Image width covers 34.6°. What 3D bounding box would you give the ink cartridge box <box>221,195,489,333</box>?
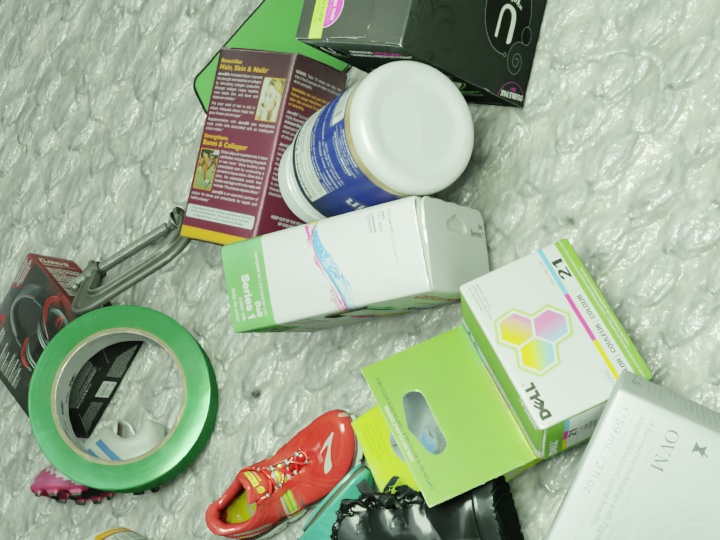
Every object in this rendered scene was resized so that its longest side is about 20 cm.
[{"bbox_3d":[0.000,0.000,1.042,0.200,0.145,0.084,-13,82,27],"label":"ink cartridge box"}]

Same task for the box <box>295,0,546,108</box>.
[{"bbox_3d":[0.063,-0.246,1.046,0.124,0.200,0.149,12,90,39],"label":"box"}]

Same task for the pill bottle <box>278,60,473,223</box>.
[{"bbox_3d":[0.005,-0.104,1.037,0.200,0.116,0.116,159,113,-63],"label":"pill bottle"}]

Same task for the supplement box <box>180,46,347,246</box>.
[{"bbox_3d":[-0.098,-0.117,1.175,0.110,0.086,0.200,12,89,39],"label":"supplement box"}]

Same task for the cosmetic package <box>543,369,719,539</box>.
[{"bbox_3d":[0.239,0.208,0.833,0.200,0.123,0.200,24,98,12],"label":"cosmetic package"}]

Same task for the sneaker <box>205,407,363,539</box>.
[{"bbox_3d":[-0.077,0.210,1.145,0.200,0.085,0.077,-45,59,23],"label":"sneaker"}]

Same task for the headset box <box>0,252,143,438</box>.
[{"bbox_3d":[-0.372,0.084,1.405,0.200,0.075,0.149,42,107,35],"label":"headset box"}]

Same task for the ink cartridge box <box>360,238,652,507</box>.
[{"bbox_3d":[0.116,0.086,0.961,0.200,0.076,0.148,-24,62,-7],"label":"ink cartridge box"}]

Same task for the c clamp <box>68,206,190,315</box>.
[{"bbox_3d":[-0.264,-0.018,1.328,0.200,0.027,0.171,-28,23,19],"label":"c clamp"}]

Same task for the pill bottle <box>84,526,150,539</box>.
[{"bbox_3d":[-0.213,0.352,1.204,0.200,0.116,0.117,16,91,39],"label":"pill bottle"}]

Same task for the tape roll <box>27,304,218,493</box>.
[{"bbox_3d":[-0.257,0.140,1.258,0.200,0.048,0.201,-1,74,4],"label":"tape roll"}]

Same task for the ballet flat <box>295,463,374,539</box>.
[{"bbox_3d":[-0.033,0.273,1.119,0.070,0.067,0.200,47,114,17],"label":"ballet flat"}]

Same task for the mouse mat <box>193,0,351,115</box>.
[{"bbox_3d":[-0.102,-0.223,1.295,0.200,0.008,0.161,-43,58,25],"label":"mouse mat"}]

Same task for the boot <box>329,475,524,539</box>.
[{"bbox_3d":[0.066,0.273,1.002,0.162,0.073,0.199,-16,86,26],"label":"boot"}]

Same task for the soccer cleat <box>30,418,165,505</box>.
[{"bbox_3d":[-0.299,0.220,1.335,0.200,0.070,0.086,-14,63,31],"label":"soccer cleat"}]

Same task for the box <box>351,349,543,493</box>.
[{"bbox_3d":[0.094,0.142,1.049,0.200,0.048,0.122,-39,61,27],"label":"box"}]
